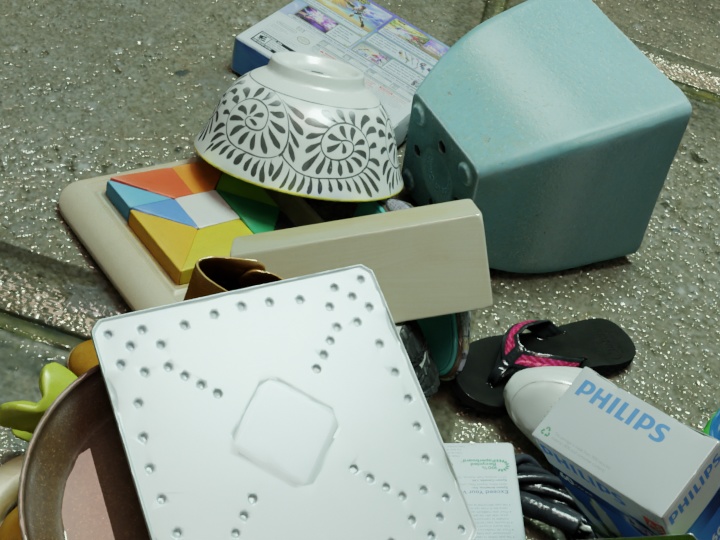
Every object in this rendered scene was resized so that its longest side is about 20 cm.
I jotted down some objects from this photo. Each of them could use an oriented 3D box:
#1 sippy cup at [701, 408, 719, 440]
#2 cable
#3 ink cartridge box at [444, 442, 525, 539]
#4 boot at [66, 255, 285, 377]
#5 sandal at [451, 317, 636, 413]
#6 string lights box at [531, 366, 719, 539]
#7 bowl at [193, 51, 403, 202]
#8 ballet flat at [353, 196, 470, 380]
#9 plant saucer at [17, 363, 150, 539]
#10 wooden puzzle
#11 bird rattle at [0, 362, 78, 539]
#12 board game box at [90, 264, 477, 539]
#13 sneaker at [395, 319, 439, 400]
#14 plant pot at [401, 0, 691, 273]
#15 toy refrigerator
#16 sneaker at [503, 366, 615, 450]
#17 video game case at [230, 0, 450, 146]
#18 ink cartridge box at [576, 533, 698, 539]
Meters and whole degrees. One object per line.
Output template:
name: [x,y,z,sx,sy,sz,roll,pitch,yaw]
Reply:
sippy cup: [0.366,0.129,0.948,0.137,0.131,0.179,18,42,-1]
cable: [0.100,0.202,0.843,0.196,0.051,0.165,1,46,-17]
ink cartridge box: [0.014,0.197,0.775,0.193,0.044,0.201,0,36,1]
boot: [-0.124,0.044,0.851,0.198,0.145,0.071,12,44,5]
sandal: [0.160,0.069,1.000,0.197,0.045,0.075,-14,52,-29]
string lights box: [0.192,0.155,0.734,0.059,0.201,0.102,-47,44,-12]
bowl: [-0.048,-0.142,1.056,0.197,0.096,0.201,11,20,-4]
ballet flat: [0.060,0.011,1.014,0.071,0.073,0.202,-8,50,-25]
plant saucer: [-0.111,0.144,0.719,0.197,0.037,0.203,9,58,-14]
wooden puzzle: [-0.137,-0.042,1.010,0.198,0.038,0.185,-20,51,-33]
bird rattle: [-0.183,0.175,0.768,0.162,0.113,0.201,-34,76,-27]
board game box: [-0.049,0.105,0.727,0.197,0.026,0.202,-12,66,-25]
sneaker: [0.000,0.096,0.862,0.075,0.078,0.200,66,20,-1]
plant pot: [0.151,-0.114,1.086,0.197,0.198,0.197,-20,54,-22]
toy refrigerator: [0.000,0.000,0.922,0.196,0.077,0.070,-10,14,-1]
sneaker: [0.195,0.141,0.898,0.199,0.076,0.099,33,16,17]
video game case: [-0.007,-0.218,1.233,0.199,0.046,0.181,33,47,15]
ink cartridge box: [0.193,0.245,0.696,0.200,0.147,0.076,41,58,-21]
